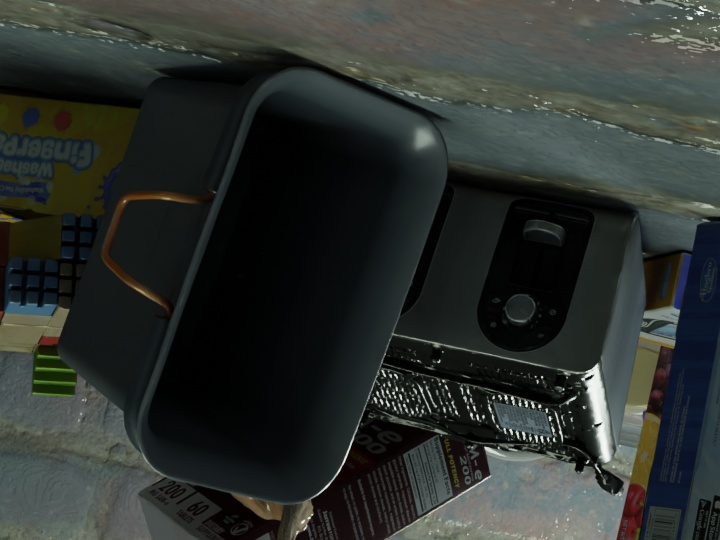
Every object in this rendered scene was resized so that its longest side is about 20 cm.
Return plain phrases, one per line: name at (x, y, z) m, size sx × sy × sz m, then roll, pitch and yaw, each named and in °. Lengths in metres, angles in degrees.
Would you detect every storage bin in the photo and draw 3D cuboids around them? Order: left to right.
storage bin at (-0.074, -0.005, 0.897) m, size 0.146 × 0.200 × 0.134 m, roll 19°, pitch 180°, yaw -39°

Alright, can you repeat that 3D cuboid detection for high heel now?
high heel at (0.247, 0.082, 1.580) m, size 0.200 × 0.071 × 0.143 m, roll -3°, pitch -177°, yaw 37°

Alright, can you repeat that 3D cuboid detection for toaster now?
toaster at (0.073, 0.033, 1.071) m, size 0.181 × 0.119 × 0.200 m, roll 12°, pitch 158°, yaw 17°

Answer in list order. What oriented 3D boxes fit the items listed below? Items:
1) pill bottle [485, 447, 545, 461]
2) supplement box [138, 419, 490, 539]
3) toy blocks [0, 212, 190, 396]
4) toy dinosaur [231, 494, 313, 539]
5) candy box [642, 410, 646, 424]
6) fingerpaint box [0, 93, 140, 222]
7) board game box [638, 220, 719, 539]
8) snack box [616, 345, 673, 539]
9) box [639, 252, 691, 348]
pill bottle at (0.093, 0.058, 1.298) m, size 0.113 × 0.113 × 0.200 m, roll 15°, pitch -172°, yaw -13°
supplement box at (-0.028, 0.138, 1.173) m, size 0.200 × 0.061 × 0.109 m, roll -27°, pitch -151°, yaw -26°
toy blocks at (-0.173, 0.008, 1.004) m, size 0.200 × 0.100 × 0.137 m, roll 5°, pitch 165°, yaw -16°
toy dinosaur at (-0.068, 0.104, 1.092) m, size 0.086 × 0.200 × 0.136 m, roll -18°, pitch 146°, yaw -23°
candy box at (0.334, 0.143, 1.523) m, size 0.169 × 0.077 × 0.200 m, roll -14°, pitch 165°, yaw 14°
fingerpaint box at (-0.129, -0.048, 1.098) m, size 0.200 × 0.073 × 0.167 m, roll 9°, pitch 173°, yaw 31°
board game box at (0.253, 0.095, 0.996) m, size 0.199 × 0.200 × 0.043 m, roll 17°, pitch 170°, yaw -27°
snack box at (0.267, 0.133, 1.284) m, size 0.142 × 0.200 × 0.053 m, roll 7°, pitch 170°, yaw 42°
box at (0.229, 0.026, 1.171) m, size 0.119 × 0.041 × 0.200 m, roll 15°, pitch 171°, yaw -11°
